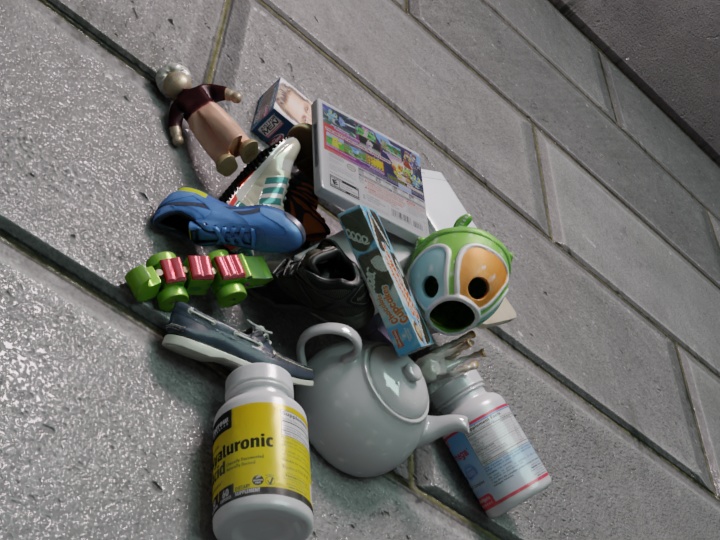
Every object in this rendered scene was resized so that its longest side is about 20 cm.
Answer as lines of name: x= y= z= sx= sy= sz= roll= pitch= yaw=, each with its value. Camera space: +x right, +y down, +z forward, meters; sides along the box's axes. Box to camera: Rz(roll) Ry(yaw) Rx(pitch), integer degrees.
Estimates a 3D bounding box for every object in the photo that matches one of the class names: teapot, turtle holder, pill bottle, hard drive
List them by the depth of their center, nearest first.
pill bottle: x=-0.113 y=0.209 z=1.230 sx=0.111 sy=0.111 sz=0.201 roll=30 pitch=36 yaw=-33
teapot: x=0.018 y=0.163 z=1.423 sx=0.200 sy=0.146 sz=0.198 roll=-4 pitch=61 yaw=-54
turtle holder: x=0.119 y=0.022 z=1.511 sx=0.141 sy=0.185 sz=0.132 roll=57 pitch=33 yaw=-35
pill bottle: x=0.186 y=0.253 z=1.593 sx=0.109 sy=0.109 sz=0.200 roll=-8 pitch=64 yaw=-56
hard drive: x=0.134 y=-0.074 z=1.679 sx=0.132 sy=0.027 sz=0.200 roll=2 pitch=52 yaw=-53

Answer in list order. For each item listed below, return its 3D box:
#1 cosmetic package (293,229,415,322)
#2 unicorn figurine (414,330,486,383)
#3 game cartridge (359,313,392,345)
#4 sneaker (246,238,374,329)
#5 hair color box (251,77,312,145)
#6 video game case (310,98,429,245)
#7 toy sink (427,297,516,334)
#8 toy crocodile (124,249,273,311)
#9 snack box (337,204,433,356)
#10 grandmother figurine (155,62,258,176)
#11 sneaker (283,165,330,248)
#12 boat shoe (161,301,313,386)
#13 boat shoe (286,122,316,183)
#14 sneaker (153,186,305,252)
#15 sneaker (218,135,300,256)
cosmetic package: x=0.000 y=0.000 z=1.559 sx=0.113 sy=0.081 sz=0.200 roll=29 pitch=37 yaw=26
unicorn figurine: x=0.109 y=0.137 z=1.615 sx=0.200 sy=0.137 sz=0.074 roll=28 pitch=43 yaw=-67
game cartridge: x=0.024 y=0.026 z=1.687 sx=0.130 sy=0.038 sz=0.200 roll=48 pitch=30 yaw=-16
sneaker: x=-0.077 y=0.001 z=1.418 sx=0.076 sy=0.199 sz=0.115 roll=-48 pitch=141 yaw=-35
hair color box: x=-0.079 y=-0.214 z=1.772 sx=0.200 sy=0.060 sz=0.100 roll=37 pitch=33 yaw=-24
video game case: x=0.014 y=-0.141 z=1.570 sx=0.200 sy=0.023 sz=0.183 roll=25 pitch=43 yaw=-30
toy sink: x=0.126 y=0.029 z=1.684 sx=0.130 sy=0.112 sz=0.200 roll=-8 pitch=59 yaw=-56
toy crocodile: x=-0.199 y=0.006 z=1.349 sx=0.199 sy=0.062 sz=0.068 roll=-4 pitch=60 yaw=-33
snack box: x=0.035 y=0.014 z=1.425 sx=0.201 sy=0.037 sz=0.116 roll=67 pitch=10 yaw=6
grandmother figurine: x=-0.225 y=-0.227 z=1.551 sx=0.121 sy=0.061 sz=0.200 roll=-32 pitch=65 yaw=-24
sneaker: x=-0.083 y=-0.099 z=1.645 sx=0.112 sy=0.077 sz=0.200 roll=53 pitch=41 yaw=-7
boat shoe: x=-0.143 y=0.093 z=1.320 sx=0.199 sy=0.075 sz=0.062 roll=19 pitch=74 yaw=-18
boat shoe: x=-0.032 y=-0.158 z=1.624 sx=0.200 sy=0.073 sz=0.063 roll=42 pitch=38 yaw=-29
sneaker: x=-0.172 y=-0.051 z=1.397 sx=0.199 sy=0.066 sz=0.079 roll=15 pitch=36 yaw=13
sneaker: x=-0.134 y=-0.100 z=1.524 sx=0.093 sy=0.070 sz=0.200 roll=47 pitch=57 yaw=-17
